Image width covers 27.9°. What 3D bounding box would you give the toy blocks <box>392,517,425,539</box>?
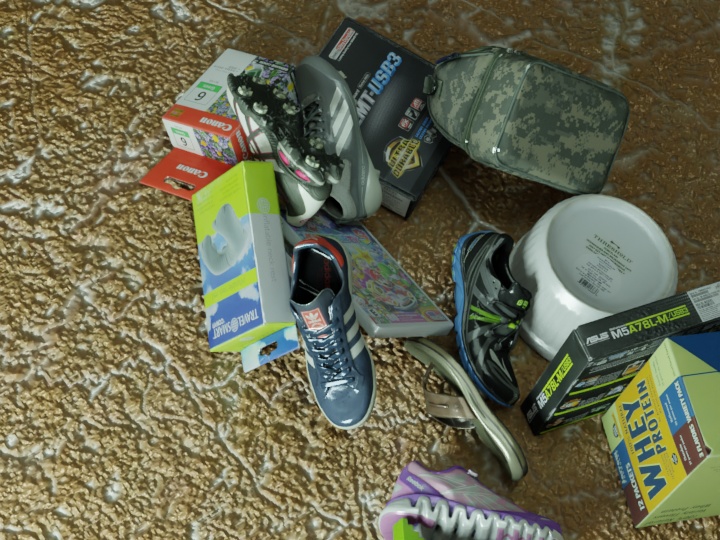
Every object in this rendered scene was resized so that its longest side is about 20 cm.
[{"bbox_3d":[0.099,0.358,1.447,0.135,0.100,0.202,10,58,-20],"label":"toy blocks"}]

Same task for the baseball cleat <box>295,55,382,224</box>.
[{"bbox_3d":[-0.041,-0.151,1.645,0.106,0.070,0.202,-17,78,-45],"label":"baseball cleat"}]

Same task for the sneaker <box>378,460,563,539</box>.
[{"bbox_3d":[0.119,0.249,1.519,0.197,0.081,0.089,13,46,-6],"label":"sneaker"}]

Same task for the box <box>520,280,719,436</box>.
[{"bbox_3d":[0.292,0.097,1.575,0.198,0.194,0.048,-16,67,-20],"label":"box"}]

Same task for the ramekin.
[{"bbox_3d":[0.272,0.008,1.673,0.197,0.105,0.202,6,60,-10],"label":"ramekin"}]

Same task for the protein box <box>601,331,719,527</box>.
[{"bbox_3d":[0.397,0.166,1.554,0.196,0.201,0.136,-5,62,-16],"label":"protein box"}]

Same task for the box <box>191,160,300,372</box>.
[{"bbox_3d":[-0.125,-0.002,1.548,0.047,0.122,0.203,1,74,-35],"label":"box"}]

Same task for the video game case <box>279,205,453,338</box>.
[{"bbox_3d":[0.000,0.000,1.599,0.142,0.018,0.200,1,40,-52],"label":"video game case"}]

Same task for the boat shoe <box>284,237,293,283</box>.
[{"bbox_3d":[-0.083,-0.021,1.628,0.065,0.072,0.200,-29,68,-37],"label":"boat shoe"}]

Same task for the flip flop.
[{"bbox_3d":[0.106,0.152,1.575,0.057,0.081,0.201,-35,74,-5],"label":"flip flop"}]

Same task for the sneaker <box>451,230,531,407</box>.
[{"bbox_3d":[0.151,0.051,1.612,0.082,0.071,0.202,-13,73,28],"label":"sneaker"}]

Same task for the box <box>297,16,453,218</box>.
[{"bbox_3d":[0.019,-0.189,1.761,0.197,0.050,0.201,30,58,4],"label":"box"}]

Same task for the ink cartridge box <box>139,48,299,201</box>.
[{"bbox_3d":[-0.166,-0.170,1.679,0.108,0.051,0.200,18,54,32],"label":"ink cartridge box"}]

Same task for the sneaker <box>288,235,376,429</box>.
[{"bbox_3d":[-0.036,0.062,1.472,0.074,0.084,0.203,-16,79,15],"label":"sneaker"}]

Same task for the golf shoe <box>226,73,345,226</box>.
[{"bbox_3d":[-0.101,-0.138,1.591,0.077,0.089,0.201,-3,45,-41],"label":"golf shoe"}]

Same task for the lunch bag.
[{"bbox_3d":[0.190,-0.183,1.708,0.198,0.167,0.141,13,98,-36],"label":"lunch bag"}]
